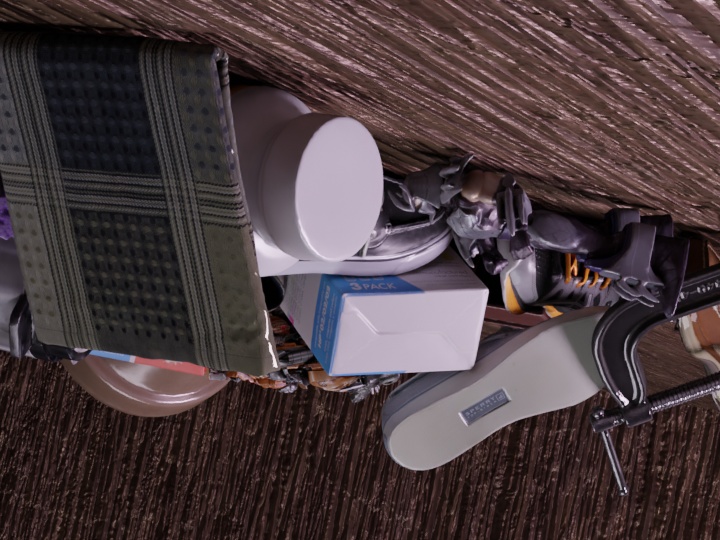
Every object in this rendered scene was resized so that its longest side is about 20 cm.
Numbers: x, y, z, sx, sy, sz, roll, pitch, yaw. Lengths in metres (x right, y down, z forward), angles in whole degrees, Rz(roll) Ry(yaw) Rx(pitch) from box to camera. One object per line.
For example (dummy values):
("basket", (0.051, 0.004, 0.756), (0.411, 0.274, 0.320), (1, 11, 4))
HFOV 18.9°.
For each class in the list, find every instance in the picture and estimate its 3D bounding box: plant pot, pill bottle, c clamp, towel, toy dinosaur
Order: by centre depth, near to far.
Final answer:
("towel", (-0.132, -0.040, 1.243), (0.191, 0.202, 0.034), (7, -154, 35))
("pill bottle", (-0.088, -0.055, 1.293), (0.199, 0.114, 0.112), (8, 174, 38))
("c clamp", (0.247, 0.063, 1.551), (0.199, 0.027, 0.171), (-24, 126, 8))
("toy dinosaur", (-0.021, 0.063, 1.646), (0.199, 0.103, 0.136), (18, -167, 22))
("plant pot", (-0.154, 0.008, 1.869), (0.199, 0.202, 0.174), (14, 155, -28))

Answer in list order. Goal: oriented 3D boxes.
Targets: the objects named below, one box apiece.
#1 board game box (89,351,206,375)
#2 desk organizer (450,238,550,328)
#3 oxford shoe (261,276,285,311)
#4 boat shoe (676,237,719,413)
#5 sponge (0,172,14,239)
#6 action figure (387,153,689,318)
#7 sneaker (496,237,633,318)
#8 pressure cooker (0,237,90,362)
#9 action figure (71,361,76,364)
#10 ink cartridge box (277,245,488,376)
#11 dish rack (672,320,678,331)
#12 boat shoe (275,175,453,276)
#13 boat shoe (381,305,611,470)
("board game box", (-0.163, -0.008, 1.677), (0.152, 0.041, 0.201), (10, -142, 11))
("desk organizer", (0.065, -0.005, 1.736), (0.198, 0.072, 0.077), (10, 172, 16))
("oxford shoe", (-0.106, 0.005, 1.492), (0.074, 0.071, 0.200), (27, -167, 14))
("boat shoe", (0.282, 0.038, 1.602), (0.073, 0.076, 0.200), (-9, 146, 20))
("sponge", (-0.272, -0.083, 1.368), (0.200, 0.030, 0.111), (41, -168, 36))
("action figure", (0.113, -0.027, 1.422), (0.198, 0.070, 0.130), (15, 179, -6))
("sneaker", (0.155, -0.005, 1.586), (0.077, 0.079, 0.200), (-6, 171, 26))
("pressure cooker", (-0.236, -0.030, 1.531), (0.198, 0.177, 0.179), (14, 177, 8))
("action figure", (-0.137, 0.028, 1.725), (0.198, 0.055, 0.118), (-12, -156, 5))
("ink cartridge box", (0.000, 0.000, 1.588), (0.114, 0.068, 0.200), (-1, -154, -22))
("dish rack", (0.353, 0.043, 1.743), (0.152, 0.055, 0.199), (16, 175, -33))
("boat shoe", (-0.013, -0.044, 1.486), (0.198, 0.074, 0.068), (-1, 141, -27))
("boat shoe", (0.102, 0.072, 1.577), (0.200, 0.070, 0.072), (-27, -150, 3))
